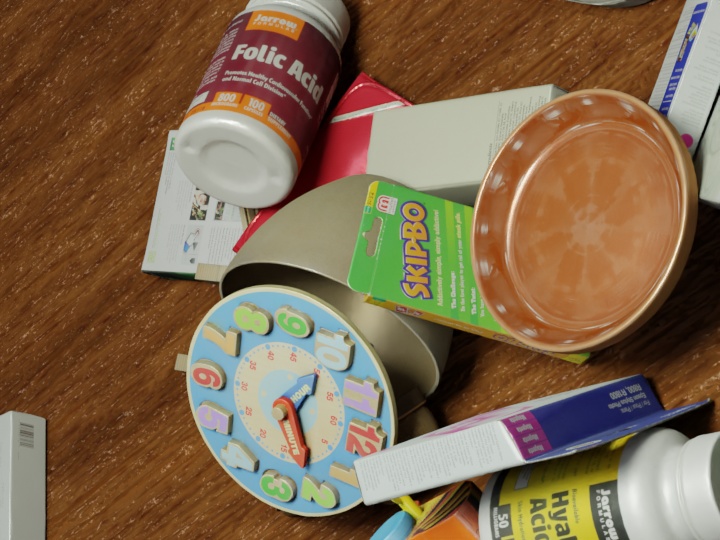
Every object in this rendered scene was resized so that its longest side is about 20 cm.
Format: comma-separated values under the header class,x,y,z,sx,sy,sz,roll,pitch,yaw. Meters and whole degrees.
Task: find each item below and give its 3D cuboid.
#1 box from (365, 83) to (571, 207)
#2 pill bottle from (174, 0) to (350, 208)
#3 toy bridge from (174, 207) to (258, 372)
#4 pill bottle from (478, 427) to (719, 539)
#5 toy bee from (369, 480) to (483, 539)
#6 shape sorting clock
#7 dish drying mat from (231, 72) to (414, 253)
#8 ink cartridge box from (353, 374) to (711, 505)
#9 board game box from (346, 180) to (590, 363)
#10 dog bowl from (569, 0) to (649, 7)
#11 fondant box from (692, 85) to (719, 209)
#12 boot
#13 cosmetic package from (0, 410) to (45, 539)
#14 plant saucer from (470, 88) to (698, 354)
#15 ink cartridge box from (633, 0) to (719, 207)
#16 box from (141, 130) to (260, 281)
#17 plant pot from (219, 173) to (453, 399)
class,x,y,z,sx,sy,sz,roll,pitch,yaw
box,0.099,-0.098,1.707,0.199,0.068,0.083,-3,74,44
pill bottle,-0.082,-0.164,1.829,0.114,0.114,0.201,-16,40,40
toy bridge,-0.121,0.006,1.867,0.067,0.027,0.201,5,81,43
pill bottle,0.194,0.177,1.496,0.199,0.111,0.112,-19,64,38
toy bee,0.042,0.209,1.632,0.199,0.131,0.109,-14,24,34
shape sorting clock,-0.059,0.108,1.662,0.199,0.039,0.201,10,114,24
dish drying mat,-0.032,-0.081,1.824,0.077,0.018,0.200,35,87,29
ink cartridge box,0.128,0.118,1.519,0.199,0.196,0.044,-20,85,38
board game box,0.091,0.001,1.598,0.030,0.199,0.096,129,156,-67
dog bowl,0.215,-0.307,1.670,0.199,0.059,0.201,-15,67,40
fondant box,0.295,-0.108,1.450,0.200,0.058,0.145,-128,59,-83
boot,-0.002,0.175,1.720,0.200,0.074,0.076,-38,85,42
cosmetic package,-0.384,0.258,2.069,0.150,0.052,0.201,-19,64,37
plant saucer,0.168,-0.035,1.528,0.200,0.032,0.201,-15,68,40
ink cartridge box,0.248,-0.139,1.565,0.095,0.037,0.201,-137,70,-85
box,-0.120,-0.061,1.930,0.199,0.036,0.145,3,79,46
plant pot,0.000,0.000,1.706,0.200,0.200,0.135,-1,51,44
